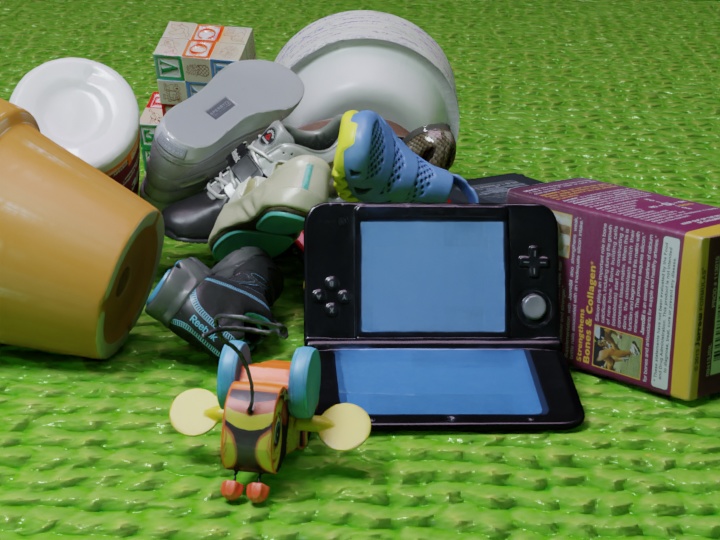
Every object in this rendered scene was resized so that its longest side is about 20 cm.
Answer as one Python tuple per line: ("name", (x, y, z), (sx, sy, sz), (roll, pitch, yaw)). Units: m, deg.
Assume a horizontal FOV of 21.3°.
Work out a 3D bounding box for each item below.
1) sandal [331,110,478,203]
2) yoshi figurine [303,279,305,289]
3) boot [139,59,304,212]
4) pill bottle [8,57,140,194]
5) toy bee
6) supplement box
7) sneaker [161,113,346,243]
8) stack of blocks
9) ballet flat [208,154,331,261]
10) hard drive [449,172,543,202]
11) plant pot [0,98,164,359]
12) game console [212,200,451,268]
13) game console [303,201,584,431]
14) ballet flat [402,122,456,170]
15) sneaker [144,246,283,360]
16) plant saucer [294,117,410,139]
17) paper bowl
("sandal", (0.040, -0.075, 1.595), (0.086, 0.080, 0.200), (4, -17, 26))
("yoshi figurine", (0.057, 0.012, 1.559), (0.112, 0.113, 0.199), (32, 28, 32))
("boot", (-0.133, -0.122, 1.766), (0.073, 0.096, 0.200), (41, 40, 14))
("pill bottle", (-0.252, -0.091, 1.701), (0.113, 0.115, 0.200), (-1, -24, -7))
("toy bee", (-0.073, 0.099, 1.268), (0.130, 0.110, 0.200), (1, -11, 31))
("supplement box", (0.214, 0.011, 1.509), (0.103, 0.132, 0.199), (-12, 21, -43))
("sneaker", (-0.090, -0.088, 1.698), (0.199, 0.089, 0.074), (-20, 35, -17))
("stack of blocks", (-0.156, -0.144, 1.887), (0.114, 0.201, 0.059), (5, 42, 11))
("ballet flat", (-0.074, -0.053, 1.597), (0.069, 0.070, 0.200), (-6, -7, -25))
("hard drive", (0.166, -0.057, 1.918), (0.139, 0.033, 0.200), (-9, 19, -32))
("plant pot", (-0.261, -0.019, 1.507), (0.182, 0.202, 0.200), (21, 19, 10))
("game console", (0.000, 0.000, 1.736), (0.199, 0.119, 0.173), (-14, 53, -41))
("game console", (0.060, 0.031, 1.425), (0.198, 0.178, 0.116), (1, -5, -6))
("ballet flat", (0.038, -0.077, 1.826), (0.067, 0.047, 0.200), (-6, -21, -29))
("sneaker", (-0.103, 0.034, 1.548), (0.082, 0.073, 0.200), (41, 18, 11))
("plant saucer", (-0.033, -0.101, 1.838), (0.198, 0.035, 0.200), (-13, -17, -4))
("paper bowl", (0.002, -0.152, 1.942), (0.199, 0.202, 0.105), (0, 35, -3))
